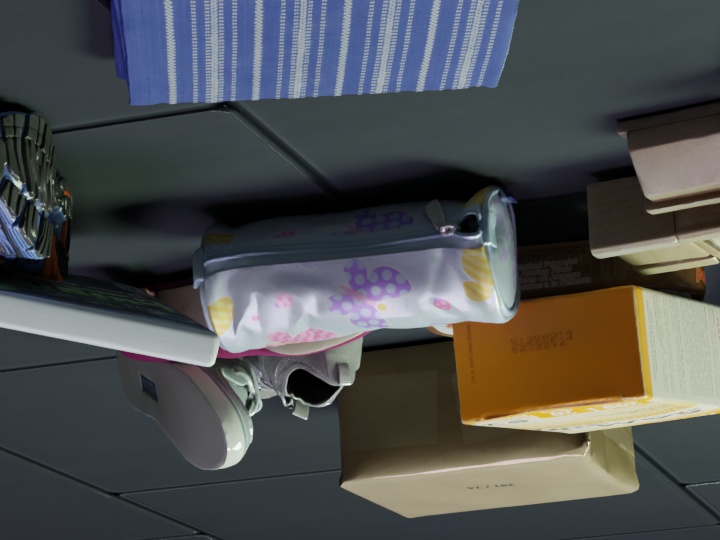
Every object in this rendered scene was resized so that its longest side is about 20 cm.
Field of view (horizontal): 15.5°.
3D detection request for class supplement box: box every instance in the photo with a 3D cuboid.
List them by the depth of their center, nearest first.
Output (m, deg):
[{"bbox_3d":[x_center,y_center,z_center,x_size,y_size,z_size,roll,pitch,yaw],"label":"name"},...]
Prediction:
[{"bbox_3d":[0.153,0.060,1.697,0.125,0.074,0.200,-9,172,24],"label":"supplement box"}]

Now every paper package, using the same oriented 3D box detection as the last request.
[{"bbox_3d":[0.099,0.120,2.034,0.199,0.104,0.191,-8,163,17],"label":"paper package"}]

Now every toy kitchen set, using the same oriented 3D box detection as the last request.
[{"bbox_3d":[0.224,0.012,1.520,0.199,0.182,0.163,-10,162,26],"label":"toy kitchen set"}]

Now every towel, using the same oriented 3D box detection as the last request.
[{"bbox_3d":[-0.024,-0.120,1.306,0.199,0.024,0.145,-3,162,-3],"label":"towel"}]

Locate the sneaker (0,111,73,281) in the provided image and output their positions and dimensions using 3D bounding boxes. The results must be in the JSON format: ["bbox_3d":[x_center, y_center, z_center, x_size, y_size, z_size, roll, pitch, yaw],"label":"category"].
[{"bbox_3d":[-0.208,-0.035,1.480,0.078,0.076,0.200,0,163,0],"label":"sneaker"}]

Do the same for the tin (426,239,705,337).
[{"bbox_3d":[0.132,0.012,1.775,0.199,0.042,0.112,-6,160,11],"label":"tin"}]

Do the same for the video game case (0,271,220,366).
[{"bbox_3d":[-0.200,0.014,1.549,0.199,0.024,0.182,12,-176,-21],"label":"video game case"}]

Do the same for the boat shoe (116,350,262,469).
[{"bbox_3d":[-0.107,0.080,1.832,0.071,0.071,0.201,-14,-160,-21],"label":"boat shoe"}]

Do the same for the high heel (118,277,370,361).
[{"bbox_3d":[-0.074,0.028,1.763,0.199,0.068,0.096,1,173,12],"label":"high heel"}]

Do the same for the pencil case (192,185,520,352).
[{"bbox_3d":[0.000,0.000,1.615,0.199,0.084,0.091,-7,171,19],"label":"pencil case"}]

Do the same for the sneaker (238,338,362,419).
[{"bbox_3d":[-0.052,0.066,1.848,0.074,0.083,0.200,2,164,-18],"label":"sneaker"}]
